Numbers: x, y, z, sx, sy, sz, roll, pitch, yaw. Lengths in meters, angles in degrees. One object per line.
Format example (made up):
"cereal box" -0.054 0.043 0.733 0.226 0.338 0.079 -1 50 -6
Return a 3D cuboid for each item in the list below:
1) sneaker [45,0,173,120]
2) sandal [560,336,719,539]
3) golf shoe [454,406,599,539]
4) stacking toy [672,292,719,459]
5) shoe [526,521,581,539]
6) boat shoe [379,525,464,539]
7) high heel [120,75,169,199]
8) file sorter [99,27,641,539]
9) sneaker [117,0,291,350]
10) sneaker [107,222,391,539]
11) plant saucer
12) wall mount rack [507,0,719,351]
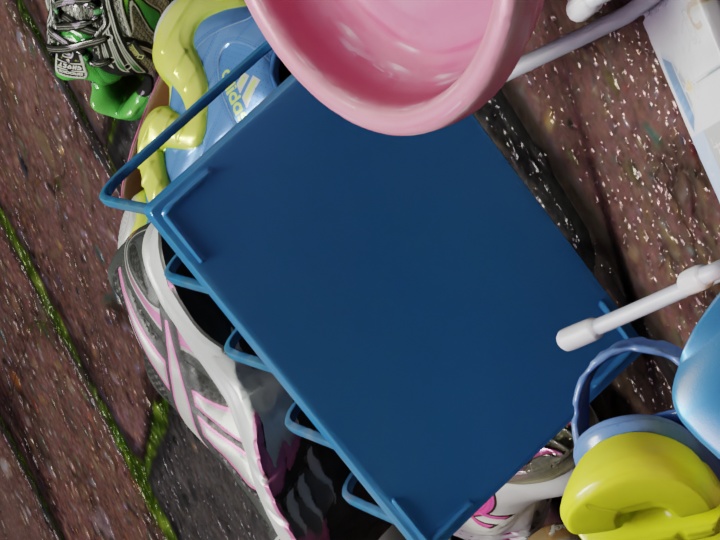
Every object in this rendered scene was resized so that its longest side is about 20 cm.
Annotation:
"sneaker" -0.133 -0.144 1.491 0.078 0.085 0.200 19 160 27
"sandal" 0.135 0.094 1.175 0.200 0.079 0.087 61 -158 -55
"golf shoe" 0.070 0.092 1.379 0.092 0.073 0.200 44 161 -17
"stacking toy" 0.177 0.058 1.071 0.110 0.116 0.200 39 167 12
"shoe" 0.096 0.212 1.402 0.053 0.070 0.201 -124 27 -44
"boat shoe" 0.005 0.106 1.499 0.063 0.073 0.202 82 169 -87
"high heel" -0.084 -0.116 1.485 0.067 0.096 0.201 45 148 44
"file sorter" 0.000 0.000 1.275 0.200 0.139 0.123 52 167 -17
"sneaker" -0.060 -0.041 1.402 0.105 0.076 0.201 3 93 42
"sneaker" -0.055 0.058 1.370 0.086 0.080 0.201 -15 101 55
"plant saucer" 0.013 -0.156 1.131 0.200 0.051 0.201 30 130 44
"wall mount rack" 0.111 -0.047 1.141 0.174 0.074 0.201 144 105 -76
